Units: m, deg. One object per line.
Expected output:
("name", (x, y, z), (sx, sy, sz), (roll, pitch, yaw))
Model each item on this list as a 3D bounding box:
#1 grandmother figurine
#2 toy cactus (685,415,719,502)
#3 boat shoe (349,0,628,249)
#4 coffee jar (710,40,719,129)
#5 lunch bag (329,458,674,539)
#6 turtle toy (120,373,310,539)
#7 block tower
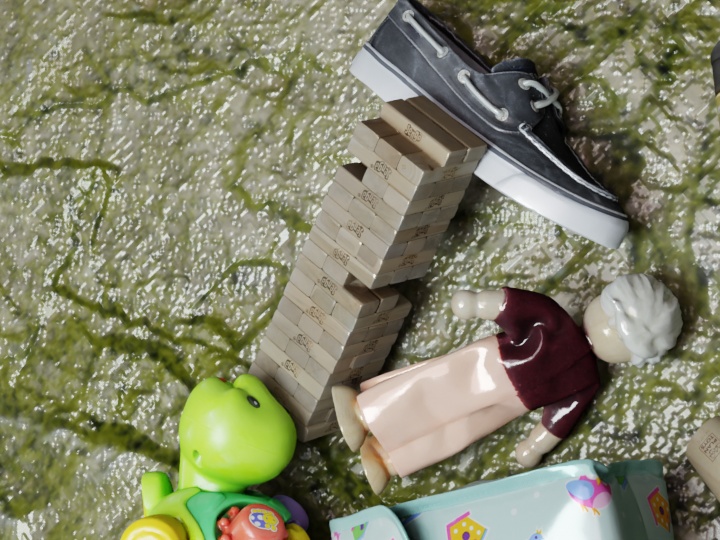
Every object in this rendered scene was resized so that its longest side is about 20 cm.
("grandmother figurine", (0.085, 0.054, 1.316), (0.199, 0.122, 0.061), (-22, 41, 8))
("toy cactus", (0.234, 0.142, 1.245), (0.165, 0.102, 0.201), (43, 112, 31))
("boat shoe", (0.083, -0.088, 1.340), (0.200, 0.072, 0.068), (40, 102, 29))
("coffee jar", (0.240, -0.035, 1.245), (0.085, 0.104, 0.202), (-9, 80, 19))
("lunch bag", (0.074, 0.200, 1.285), (0.199, 0.122, 0.172), (-14, 80, 27))
("turtle toy", (-0.071, 0.161, 1.336), (0.100, 0.146, 0.202), (-14, 87, 8))
("block tower", (0.000, 0.000, 1.335), (0.058, 0.054, 0.201), (39, 122, 28))
